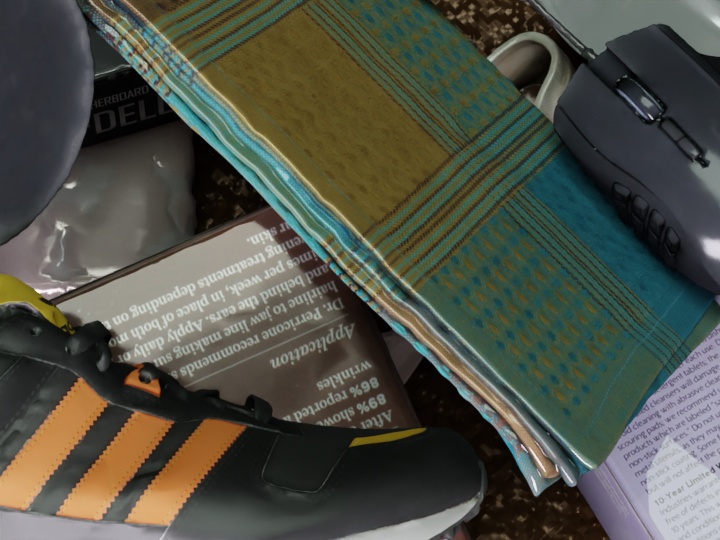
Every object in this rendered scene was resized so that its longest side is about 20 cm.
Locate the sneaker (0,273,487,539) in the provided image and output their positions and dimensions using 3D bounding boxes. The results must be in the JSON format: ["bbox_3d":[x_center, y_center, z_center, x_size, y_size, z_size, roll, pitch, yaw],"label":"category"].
[{"bbox_3d":[-0.066,0.042,0.707,0.199,0.070,0.090,-7,89,-11],"label":"sneaker"}]

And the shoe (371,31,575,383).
[{"bbox_3d":[0.000,0.000,0.862,0.070,0.053,0.200,37,69,25],"label":"shoe"}]

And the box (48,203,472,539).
[{"bbox_3d":[-0.018,0.087,0.786,0.100,0.075,0.201,-23,87,-4],"label":"box"}]

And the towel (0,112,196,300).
[{"bbox_3d":[-0.151,-0.074,0.907,0.190,0.032,0.201,-3,67,-2],"label":"towel"}]

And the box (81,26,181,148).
[{"bbox_3d":[-0.111,-0.136,0.890,0.157,0.050,0.201,-16,68,-8],"label":"box"}]

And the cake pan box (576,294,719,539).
[{"bbox_3d":[0.175,0.051,0.854,0.200,0.052,0.184,-30,73,-13],"label":"cake pan box"}]

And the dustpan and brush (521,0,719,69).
[{"bbox_3d":[0.086,-0.090,0.879,0.200,0.057,0.140,27,31,-8],"label":"dustpan and brush"}]

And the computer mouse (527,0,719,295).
[{"bbox_3d":[0.065,-0.070,0.813,0.059,0.034,0.200,-44,81,0],"label":"computer mouse"}]

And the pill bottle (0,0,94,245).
[{"bbox_3d":[-0.169,-0.070,0.765,0.200,0.112,0.112,23,65,41],"label":"pill bottle"}]

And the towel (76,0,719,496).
[{"bbox_3d":[0.013,-0.033,0.785,0.200,0.022,0.147,45,29,5],"label":"towel"}]
